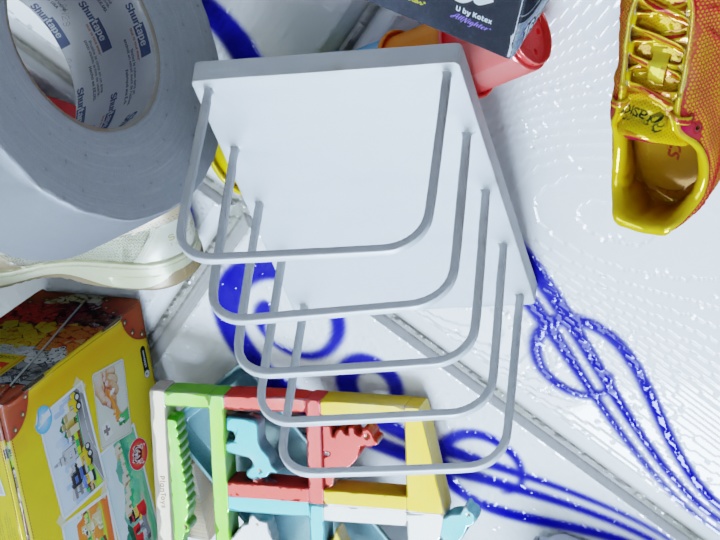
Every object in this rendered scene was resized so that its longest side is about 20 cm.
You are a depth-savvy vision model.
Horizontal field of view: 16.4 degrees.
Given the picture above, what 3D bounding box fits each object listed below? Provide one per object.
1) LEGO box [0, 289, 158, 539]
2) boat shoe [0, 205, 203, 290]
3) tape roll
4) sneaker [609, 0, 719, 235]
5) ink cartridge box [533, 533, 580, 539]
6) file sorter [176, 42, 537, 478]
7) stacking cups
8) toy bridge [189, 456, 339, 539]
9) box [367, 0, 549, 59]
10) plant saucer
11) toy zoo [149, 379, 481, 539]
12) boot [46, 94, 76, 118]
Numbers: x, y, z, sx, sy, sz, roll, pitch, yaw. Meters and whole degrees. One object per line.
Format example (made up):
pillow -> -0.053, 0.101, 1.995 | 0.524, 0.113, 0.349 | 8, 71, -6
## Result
LEGO box -> -0.183, 0.133, 1.496 | 0.077, 0.149, 0.201 | 4, 115, 30
boat shoe -> -0.188, -0.032, 1.448 | 0.199, 0.072, 0.065 | 4, 126, 19
tape roll -> -0.161, -0.109, 1.275 | 0.066, 0.201, 0.201 | -23, 113, 36
sneaker -> 0.153, -0.103, 1.191 | 0.073, 0.077, 0.201 | 12, 129, 23
ink cartridge box -> 0.153, 0.270, 1.490 | 0.144, 0.085, 0.201 | 16, 131, 18
file sorter -> 0.000, 0.000, 1.275 | 0.138, 0.125, 0.200 | -3, 142, 15
stacking cups -> 0.006, -0.095, 1.293 | 0.199, 0.061, 0.061 | -21, 114, 38
toy bridge -> -0.101, 0.135, 1.564 | 0.199, 0.027, 0.068 | 8, 127, 24
box -> 0.055, -0.207, 1.073 | 0.131, 0.200, 0.115 | 23, 135, 11
plant saucer -> -0.030, 0.149, 1.508 | 0.070, 0.019, 0.200 | -38, 93, 23
toy zoo -> -0.026, 0.135, 1.482 | 0.199, 0.020, 0.132 | 2, 107, 16
boot -> -0.244, -0.123, 1.407 | 0.199, 0.072, 0.145 | 12, 129, 26
